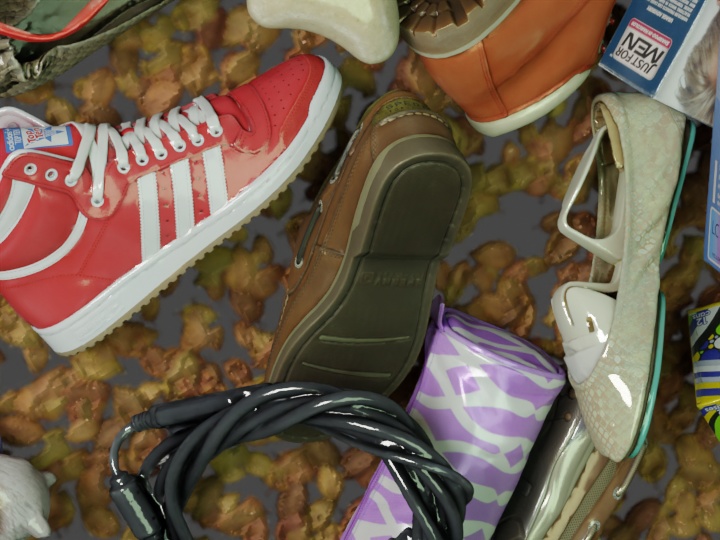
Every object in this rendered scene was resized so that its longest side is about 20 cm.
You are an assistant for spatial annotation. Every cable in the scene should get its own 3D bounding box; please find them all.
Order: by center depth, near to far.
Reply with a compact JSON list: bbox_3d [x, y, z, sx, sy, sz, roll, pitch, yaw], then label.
[{"bbox_3d":[-0.033,0.134,0.956,0.199,0.051,0.164,-12,100,27],"label":"cable"}]

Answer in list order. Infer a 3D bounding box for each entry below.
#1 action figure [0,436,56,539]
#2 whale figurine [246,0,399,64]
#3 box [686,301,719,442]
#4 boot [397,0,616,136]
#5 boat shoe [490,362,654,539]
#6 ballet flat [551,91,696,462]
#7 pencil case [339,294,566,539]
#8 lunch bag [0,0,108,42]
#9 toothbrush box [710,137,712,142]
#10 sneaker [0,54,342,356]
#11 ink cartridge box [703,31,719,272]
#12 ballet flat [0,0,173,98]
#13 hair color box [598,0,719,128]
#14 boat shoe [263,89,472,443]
[{"bbox_3d":[-0.242,0.140,0.920,0.193,0.105,0.201,-12,109,-4],"label":"action figure"},{"bbox_3d":[0.010,-0.204,0.888,0.158,0.104,0.201,16,105,-10],"label":"whale figurine"},{"bbox_3d":[0.283,0.038,1.015,0.199,0.070,0.064,-18,136,22],"label":"box"},{"bbox_3d":[0.109,-0.159,0.961,0.200,0.075,0.107,-43,134,-7],"label":"boot"},{"bbox_3d":[0.103,0.151,1.049,0.072,0.076,0.201,25,100,-25],"label":"boat shoe"},{"bbox_3d":[0.130,0.000,0.994,0.062,0.067,0.201,14,75,-11],"label":"ballet flat"},{"bbox_3d":[0.036,0.120,1.015,0.085,0.084,0.201,25,97,-6],"label":"pencil case"},{"bbox_3d":[-0.161,-0.189,0.832,0.199,0.082,0.177,-11,97,-11],"label":"lunch bag"},{"bbox_3d":[0.308,-0.121,1.020,0.145,0.086,0.201,23,101,-24],"label":"toothbrush box"},{"bbox_3d":[-0.109,-0.060,0.913,0.200,0.071,0.113,-42,118,1],"label":"sneaker"},{"bbox_3d":[0.247,-0.092,0.914,0.136,0.076,0.201,-8,113,-18],"label":"ink cartridge box"},{"bbox_3d":[-0.111,-0.148,0.897,0.200,0.046,0.067,-35,115,-4],"label":"ballet flat"},{"bbox_3d":[0.216,-0.167,0.948,0.100,0.061,0.201,19,105,-31],"label":"hair color box"},{"bbox_3d":[0.000,0.000,0.971,0.072,0.068,0.200,10,124,-29],"label":"boat shoe"}]
